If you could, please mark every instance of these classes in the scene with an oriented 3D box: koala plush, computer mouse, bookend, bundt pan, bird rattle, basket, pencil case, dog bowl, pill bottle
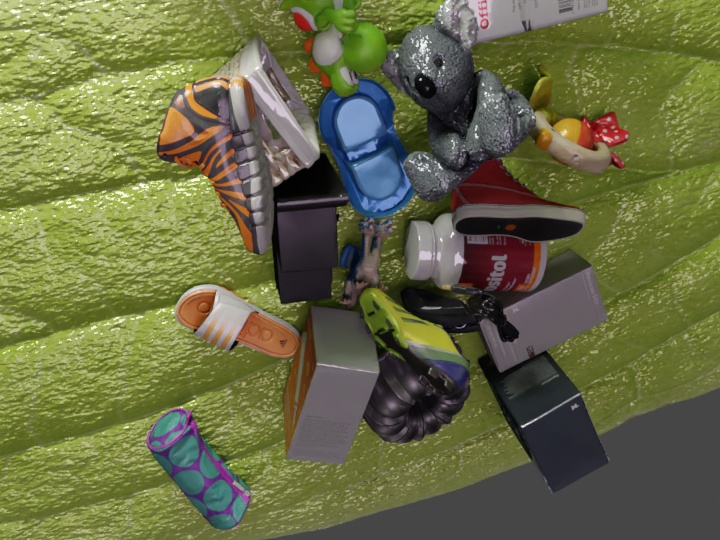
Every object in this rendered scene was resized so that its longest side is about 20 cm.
[{"bbox_3d":[0.117,-0.231,0.990,0.176,0.184,0.202,-32,97,39],"label":"koala plush"},{"bbox_3d":[0.127,0.060,1.119,0.047,0.197,0.141,-63,146,-18],"label":"computer mouse"},{"bbox_3d":[-0.072,-0.034,1.037,0.090,0.201,0.203,-6,113,-9],"label":"bookend"},{"bbox_3d":[0.091,0.198,1.200,0.198,0.076,0.205,-18,137,-17],"label":"bundt pan"},{"bbox_3d":[0.297,-0.184,1.086,0.198,0.164,0.113,31,122,-13],"label":"bird rattle"},{"bbox_3d":[-0.138,-0.190,0.960,0.122,0.201,0.136,-33,116,8],"label":"basket"},{"bbox_3d":[-0.252,0.315,1.207,0.091,0.086,0.202,-23,117,16],"label":"pencil case"},{"bbox_3d":[0.009,-0.176,1.078,0.110,0.050,0.203,-24,116,-1],"label":"dog bowl"},{"bbox_3d":[0.169,-0.027,1.141,0.195,0.113,0.115,1,113,-12],"label":"pill bottle"}]

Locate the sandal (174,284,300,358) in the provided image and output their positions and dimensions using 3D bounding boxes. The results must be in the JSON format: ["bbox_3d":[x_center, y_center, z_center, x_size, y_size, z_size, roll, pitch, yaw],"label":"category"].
[{"bbox_3d":[-0.177,0.086,1.141,0.203,0.059,0.080,22,106,-20],"label":"sandal"}]

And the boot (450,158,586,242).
[{"bbox_3d":[0.226,-0.121,1.099,0.195,0.147,0.073,5,150,-7],"label":"boot"}]

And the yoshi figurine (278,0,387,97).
[{"bbox_3d":[-0.025,-0.328,0.963,0.111,0.111,0.204,-28,107,-27],"label":"yoshi figurine"}]

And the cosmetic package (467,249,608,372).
[{"bbox_3d":[0.283,0.063,1.219,0.197,0.090,0.108,-26,112,3],"label":"cosmetic package"}]

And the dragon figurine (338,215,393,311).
[{"bbox_3d":[0.000,0.000,1.140,0.058,0.101,0.201,10,146,-16],"label":"dragon figurine"}]

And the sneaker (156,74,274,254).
[{"bbox_3d":[-0.162,-0.113,0.858,0.109,0.078,0.204,-6,109,6],"label":"sneaker"}]

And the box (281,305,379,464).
[{"bbox_3d":[-0.050,0.174,1.146,0.095,0.126,0.203,9,125,-15],"label":"box"}]

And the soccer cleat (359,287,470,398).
[{"bbox_3d":[0.079,0.094,1.101,0.200,0.084,0.065,45,143,-5],"label":"soccer cleat"}]

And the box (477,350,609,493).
[{"bbox_3d":[0.289,0.222,1.223,0.106,0.201,0.150,-28,115,1],"label":"box"}]

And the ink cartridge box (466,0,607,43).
[{"bbox_3d":[0.217,-0.400,1.009,0.196,0.084,0.149,-14,115,-6],"label":"ink cartridge box"}]
